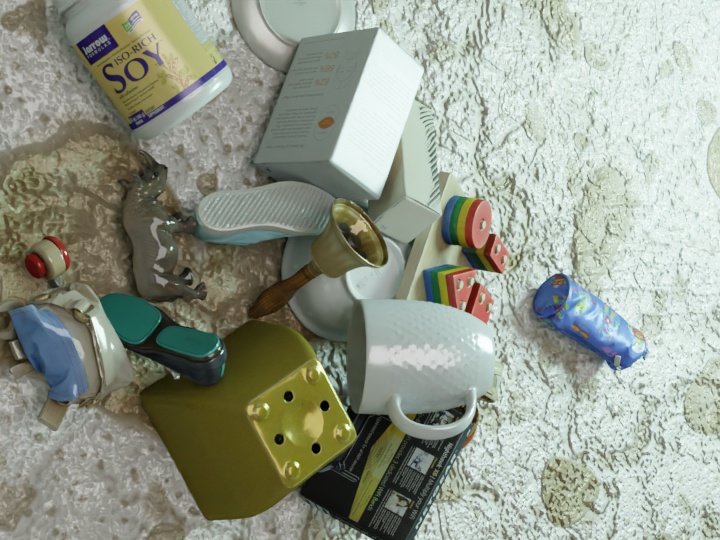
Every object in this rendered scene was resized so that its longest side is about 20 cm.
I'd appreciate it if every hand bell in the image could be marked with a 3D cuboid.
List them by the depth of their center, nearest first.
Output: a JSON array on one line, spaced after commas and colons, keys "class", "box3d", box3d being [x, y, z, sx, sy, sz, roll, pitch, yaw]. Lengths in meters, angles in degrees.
[{"class": "hand bell", "box3d": [-0.071, 0.006, 1.479, 0.104, 0.200, 0.104, 40, 28, -26]}]

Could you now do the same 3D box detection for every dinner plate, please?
[{"class": "dinner plate", "box3d": [-0.087, -0.372, 1.591, 0.199, 0.024, 0.201, 4, 82, -32]}]

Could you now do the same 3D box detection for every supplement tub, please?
[{"class": "supplement tub", "box3d": [-0.266, -0.278, 1.397, 0.145, 0.145, 0.200, -43, 107, -28]}]

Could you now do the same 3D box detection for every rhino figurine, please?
[{"class": "rhino figurine", "box3d": [-0.255, -0.053, 1.434, 0.087, 0.060, 0.201, -11, 90, -35]}]

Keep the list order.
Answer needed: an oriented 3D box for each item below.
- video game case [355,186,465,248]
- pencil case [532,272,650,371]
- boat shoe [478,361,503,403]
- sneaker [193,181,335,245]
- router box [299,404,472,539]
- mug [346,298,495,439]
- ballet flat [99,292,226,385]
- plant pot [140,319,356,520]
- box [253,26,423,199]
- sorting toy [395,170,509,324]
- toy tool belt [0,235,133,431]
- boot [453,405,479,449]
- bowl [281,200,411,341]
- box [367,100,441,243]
[{"class": "video game case", "box3d": [0.054, -0.097, 1.656, 0.199, 0.018, 0.144, 27, 73, -27]}, {"class": "pencil case", "box3d": [0.361, 0.087, 1.795, 0.200, 0.078, 0.087, 34, 46, -24]}, {"class": "boat shoe", "box3d": [0.125, 0.150, 1.649, 0.199, 0.072, 0.065, 16, 76, -36]}, {"class": "sneaker", "box3d": [-0.126, -0.071, 1.501, 0.199, 0.082, 0.074, 1, 74, -22]}, {"class": "router box", "box3d": [0.036, 0.254, 1.530, 0.157, 0.052, 0.201, 26, 73, 18]}, {"class": "mug", "box3d": [0.082, 0.131, 1.466, 0.174, 0.148, 0.201, 2, 45, -10]}, {"class": "ballet flat", "box3d": [-0.240, 0.089, 1.378, 0.073, 0.199, 0.073, -36, 135, -45]}, {"class": "plant pot", "box3d": [-0.116, 0.185, 1.416, 0.195, 0.200, 0.195, -33, 103, -31]}, {"class": "box", "box3d": [-0.028, -0.205, 1.525, 0.106, 0.152, 0.201, 33, 70, -42]}, {"class": "sorting toy", "box3d": [0.141, -0.004, 1.615, 0.199, 0.069, 0.201, 48, 58, -57]}, {"class": "toy tool belt", "box3d": [-0.359, 0.073, 1.321, 0.123, 0.125, 0.201, -34, 103, -38]}, {"class": "boot", "box3d": [0.087, 0.260, 1.609, 0.200, 0.107, 0.075, -35, 70, -4]}, {"class": "bowl", "box3d": [0.000, 0.000, 1.559, 0.200, 0.090, 0.202, 0, 90, -29]}, {"class": "box", "box3d": [0.057, -0.143, 1.567, 0.068, 0.082, 0.201, 25, 46, -30]}]
